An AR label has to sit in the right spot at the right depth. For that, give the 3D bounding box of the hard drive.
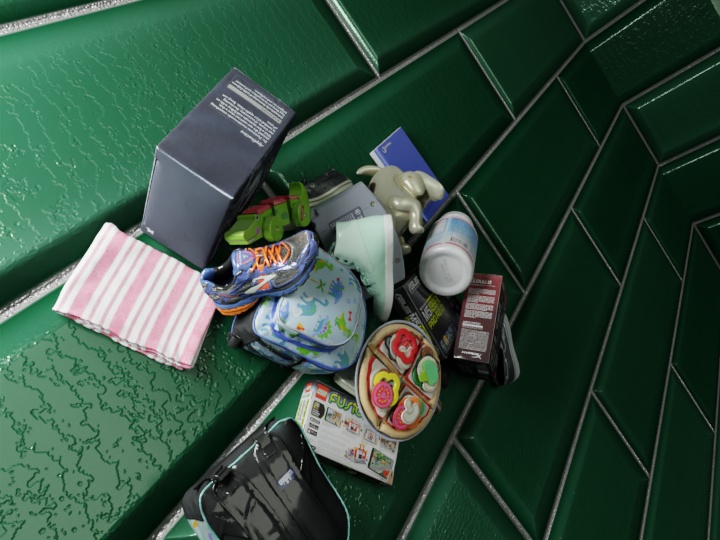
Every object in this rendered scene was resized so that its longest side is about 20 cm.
[{"bbox_3d":[0.118,-0.221,1.213,0.201,0.025,0.132,52,48,-11],"label":"hard drive"}]

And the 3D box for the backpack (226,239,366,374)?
[{"bbox_3d":[-0.080,0.069,0.838,0.199,0.146,0.186,33,56,-30],"label":"backpack"}]

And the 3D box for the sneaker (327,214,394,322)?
[{"bbox_3d":[0.000,-0.001,0.916,0.074,0.116,0.204,-93,180,-63],"label":"sneaker"}]

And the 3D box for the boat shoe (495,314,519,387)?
[{"bbox_3d":[0.298,0.161,1.178,0.067,0.071,0.204,-14,88,-44],"label":"boat shoe"}]

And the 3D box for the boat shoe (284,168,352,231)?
[{"bbox_3d":[-0.099,-0.132,0.955,0.199,0.075,0.063,-34,80,-34],"label":"boat shoe"}]

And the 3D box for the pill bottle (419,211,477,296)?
[{"bbox_3d":[0.185,-0.044,1.072,0.109,0.108,0.201,48,31,-13],"label":"pill bottle"}]

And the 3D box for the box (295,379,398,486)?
[{"bbox_3d":[-0.019,0.276,0.877,0.199,0.035,0.112,33,53,-26],"label":"box"}]

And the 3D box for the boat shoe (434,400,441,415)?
[{"bbox_3d":[0.086,0.194,0.977,0.200,0.075,0.072,46,46,-19],"label":"boat shoe"}]

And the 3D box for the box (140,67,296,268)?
[{"bbox_3d":[-0.210,-0.145,0.769,0.116,0.197,0.202,33,53,-9],"label":"box"}]

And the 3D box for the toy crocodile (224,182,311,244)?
[{"bbox_3d":[-0.136,-0.086,0.806,0.200,0.066,0.063,-39,125,-54],"label":"toy crocodile"}]

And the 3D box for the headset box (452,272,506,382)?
[{"bbox_3d":[0.254,0.110,1.085,0.149,0.076,0.204,54,46,-60],"label":"headset box"}]

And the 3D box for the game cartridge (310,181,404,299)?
[{"bbox_3d":[0.001,-0.050,0.950,0.041,0.131,0.202,-115,179,-67],"label":"game cartridge"}]

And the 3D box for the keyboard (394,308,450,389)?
[{"bbox_3d":[0.120,0.147,1.038,0.202,0.020,0.127,58,20,-4],"label":"keyboard"}]

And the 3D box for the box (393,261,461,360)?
[{"bbox_3d":[0.141,0.074,1.056,0.162,0.044,0.200,60,29,-4],"label":"box"}]

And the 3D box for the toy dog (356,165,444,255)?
[{"bbox_3d":[0.050,-0.123,1.040,0.194,0.139,0.200,46,49,-4],"label":"toy dog"}]

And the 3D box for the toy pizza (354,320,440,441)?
[{"bbox_3d":[0.074,0.187,0.889,0.197,0.031,0.205,6,80,-38],"label":"toy pizza"}]

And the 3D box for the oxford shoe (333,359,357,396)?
[{"bbox_3d":[0.043,0.218,0.924,0.199,0.075,0.058,36,83,-20],"label":"oxford shoe"}]

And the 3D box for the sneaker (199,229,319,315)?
[{"bbox_3d":[-0.144,-0.001,0.737,0.078,0.198,0.076,44,23,-46],"label":"sneaker"}]

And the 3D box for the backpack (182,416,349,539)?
[{"bbox_3d":[-0.118,0.326,0.689,0.201,0.153,0.175,51,49,2],"label":"backpack"}]

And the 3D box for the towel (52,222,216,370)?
[{"bbox_3d":[-0.302,0.037,0.741,0.198,0.030,0.148,33,53,-26],"label":"towel"}]
